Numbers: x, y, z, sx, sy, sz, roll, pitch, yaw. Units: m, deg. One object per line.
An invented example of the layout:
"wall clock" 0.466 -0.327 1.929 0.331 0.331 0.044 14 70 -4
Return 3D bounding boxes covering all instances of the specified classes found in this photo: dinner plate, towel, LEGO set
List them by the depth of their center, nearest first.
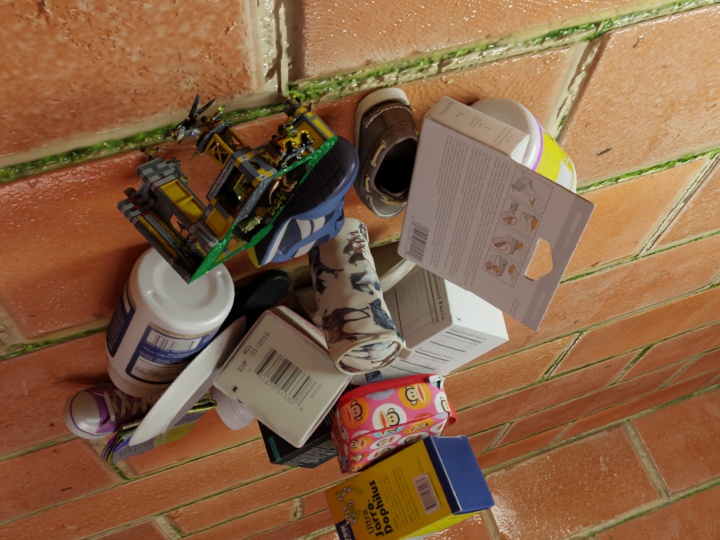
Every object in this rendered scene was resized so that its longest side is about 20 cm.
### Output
"LEGO set" -0.127 -0.093 0.701 0.154 0.116 0.200 -40 175 -41
"dinner plate" -0.197 0.136 0.931 0.200 0.024 0.200 -48 179 -1
"towel" -0.292 0.232 1.128 0.143 0.023 0.200 -15 164 -31

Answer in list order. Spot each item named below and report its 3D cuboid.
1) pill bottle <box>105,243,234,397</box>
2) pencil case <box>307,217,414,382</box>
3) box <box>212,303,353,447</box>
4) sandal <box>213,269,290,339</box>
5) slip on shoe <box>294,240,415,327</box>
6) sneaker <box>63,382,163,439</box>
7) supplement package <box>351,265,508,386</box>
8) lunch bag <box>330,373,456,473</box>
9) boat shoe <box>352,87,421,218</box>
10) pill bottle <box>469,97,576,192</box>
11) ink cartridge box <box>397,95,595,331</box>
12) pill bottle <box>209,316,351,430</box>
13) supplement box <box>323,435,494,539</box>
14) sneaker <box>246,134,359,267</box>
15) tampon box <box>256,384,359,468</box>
"pill bottle" -0.226 0.065 0.888 0.111 0.111 0.200 -4 150 -34
"pencil case" -0.008 0.026 0.899 0.089 0.200 0.078 9 135 -29
"box" -0.085 0.121 0.969 0.109 0.128 0.200 -54 180 0
"sandal" -0.173 0.062 1.016 0.200 0.045 0.075 -44 156 11
"slip on shoe" 0.000 0.000 0.996 0.200 0.061 0.076 -33 -167 31
"sneaker" -0.302 0.173 1.081 0.114 0.073 0.200 -27 167 28
"supplement package" 0.084 0.078 1.069 0.109 0.114 0.200 18 142 -37
"lunch bag" 0.052 0.216 1.099 0.176 0.082 0.200 -11 152 -13
"boat shoe" 0.030 -0.104 0.819 0.072 0.060 0.200 -18 155 -9
"pill bottle" 0.178 -0.110 0.877 0.104 0.104 0.200 -32 153 21
"ink cartridge box" 0.130 -0.050 0.775 0.045 0.176 0.200 -48 160 -34
"pill bottle" -0.113 0.149 1.137 0.200 0.116 0.116 -27 155 9
"supplement box" 0.067 0.324 1.114 0.200 0.110 0.109 -34 153 24
"sneaker" -0.051 -0.073 0.807 0.082 0.074 0.200 -5 157 -36
"tampon box" -0.054 0.208 1.260 0.200 0.150 0.126 -31 152 17
